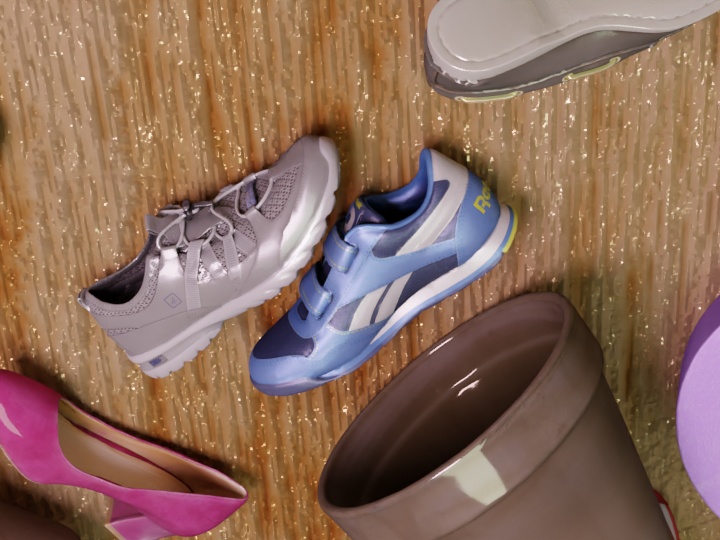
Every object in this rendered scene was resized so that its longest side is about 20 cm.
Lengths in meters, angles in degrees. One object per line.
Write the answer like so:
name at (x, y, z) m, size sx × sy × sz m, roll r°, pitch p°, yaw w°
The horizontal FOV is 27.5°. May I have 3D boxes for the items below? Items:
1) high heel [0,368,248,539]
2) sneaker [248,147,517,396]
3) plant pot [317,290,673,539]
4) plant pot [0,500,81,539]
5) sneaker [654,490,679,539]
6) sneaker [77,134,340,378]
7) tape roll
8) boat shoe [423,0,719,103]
high heel at (-0.161, 0.118, 0.972) m, size 0.096 × 0.068 × 0.200 m, roll -22°, pitch 127°, yaw 18°
sneaker at (0.000, 0.000, 0.928) m, size 0.200 × 0.074 × 0.082 m, roll -39°, pitch 117°, yaw 7°
plant pot at (0.101, 0.143, 0.928) m, size 0.200 × 0.200 × 0.174 m, roll -36°, pitch 103°, yaw 14°
plant pot at (-0.279, 0.220, 0.973) m, size 0.174 × 0.200 × 0.201 m, roll 12°, pitch 121°, yaw -36°
sneaker at (0.159, 0.164, 1.059) m, size 0.071 × 0.112 × 0.200 m, roll -40°, pitch 88°, yaw 19°
sneaker at (-0.093, -0.014, 0.901) m, size 0.082 × 0.075 × 0.200 m, roll 37°, pitch 111°, yaw -27°
tape roll at (0.314, 0.092, 0.985) m, size 0.199 × 0.066 × 0.201 m, roll 5°, pitch 109°, yaw 14°
boat shoe at (0.130, -0.150, 0.857) m, size 0.201 × 0.072 × 0.060 m, roll -18°, pitch 164°, yaw -10°
